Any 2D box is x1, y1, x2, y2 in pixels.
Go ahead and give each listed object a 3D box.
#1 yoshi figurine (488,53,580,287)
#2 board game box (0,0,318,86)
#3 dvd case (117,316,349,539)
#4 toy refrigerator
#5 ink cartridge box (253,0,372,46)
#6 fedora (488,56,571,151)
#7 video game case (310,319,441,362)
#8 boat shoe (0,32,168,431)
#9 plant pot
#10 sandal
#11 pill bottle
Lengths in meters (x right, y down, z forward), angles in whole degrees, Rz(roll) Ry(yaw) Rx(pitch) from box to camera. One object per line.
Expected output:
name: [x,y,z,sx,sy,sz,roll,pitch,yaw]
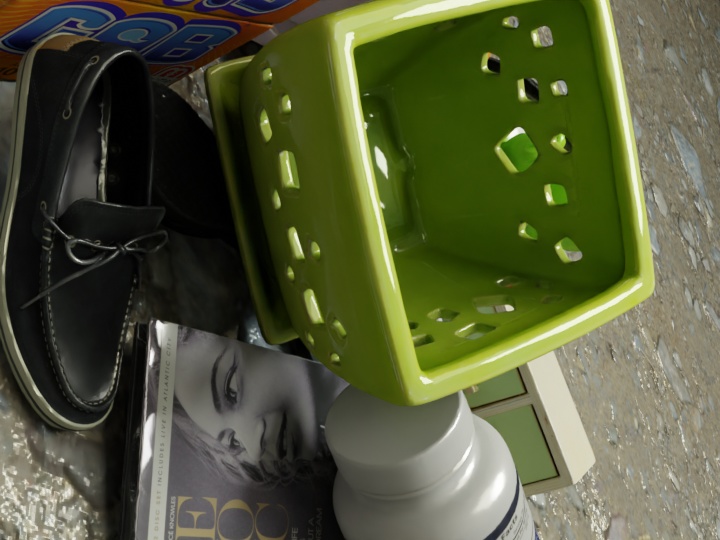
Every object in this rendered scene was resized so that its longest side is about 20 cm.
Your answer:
yoshi figurine: [0.111,-0.083,0.748,0.112,0.112,0.200,-21,80,-23]
board game box: [-0.132,-0.231,0.585,0.200,0.200,0.200,-12,81,-60]
dvd case: [-0.059,0.118,0.631,0.200,0.016,0.149,21,66,-52]
toy refrigerator: [0.118,0.085,0.915,0.070,0.076,0.200,-19,88,-61]
ink cartridge box: [-0.008,-0.222,0.834,0.145,0.083,0.200,27,31,10]
fedora: [0.080,-0.079,0.879,0.092,0.200,0.201,-44,111,-32]
video game case: [0.000,0.000,0.797,0.182,0.024,0.200,-45,121,-58]
boat shoe: [-0.135,-0.020,0.544,0.075,0.062,0.200,4,87,-58]
plant pot: [0.027,-0.054,0.636,0.199,0.181,0.200,-19,104,-33]
sandal: [-0.104,-0.048,0.675,0.200,0.048,0.075,42,38,-60]
pill bottle: [0.048,0.154,0.668,0.111,0.111,0.200,-72,149,-49]
